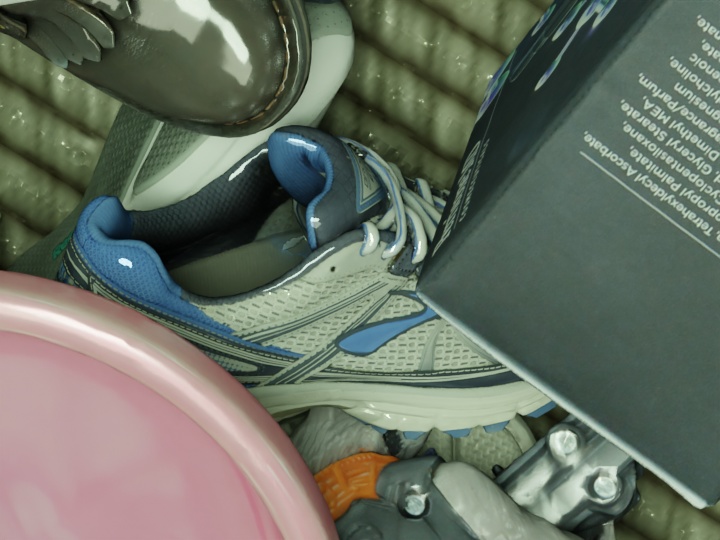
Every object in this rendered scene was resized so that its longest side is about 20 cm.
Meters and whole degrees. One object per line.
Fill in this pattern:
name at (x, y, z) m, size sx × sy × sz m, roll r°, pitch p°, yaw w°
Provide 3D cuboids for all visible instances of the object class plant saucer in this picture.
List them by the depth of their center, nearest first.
plant saucer at (-0.099, 0.083, 0.827) m, size 0.199 × 0.051 × 0.202 m, roll 4°, pitch 119°, yaw 7°

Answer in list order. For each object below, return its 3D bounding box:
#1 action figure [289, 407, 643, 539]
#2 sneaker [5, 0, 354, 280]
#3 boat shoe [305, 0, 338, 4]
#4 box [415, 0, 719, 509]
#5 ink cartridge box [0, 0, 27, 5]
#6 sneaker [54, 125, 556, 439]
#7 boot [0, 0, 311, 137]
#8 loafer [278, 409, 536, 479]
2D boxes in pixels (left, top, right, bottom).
action figure at (0.055, 0.097, 0.881) m, size 0.193 × 0.105 × 0.200 m, roll 41°, pitch 86°, yaw 21°
sneaker at (-0.052, -0.009, 0.929) m, size 0.080 × 0.071 × 0.200 m, roll 27°, pitch 122°, yaw -20°
boat shoe at (-0.086, -0.113, 0.878) m, size 0.199 × 0.071 × 0.091 m, roll 29°, pitch 119°, yaw 4°
box at (0.122, -0.063, 0.813) m, size 0.107 × 0.149 × 0.200 m, roll 35°, pitch 117°, yaw -7°
ink cartridge box at (-0.007, -0.142, 0.747) m, size 0.145 × 0.199 × 0.084 m, roll -33°, pitch 78°, yaw 41°
sneaker at (0.000, 0.000, 0.866) m, size 0.199 × 0.077 × 0.086 m, roll -12°, pitch 131°, yaw -26°
boot at (-0.122, -0.077, 0.764) m, size 0.199 × 0.174 × 0.069 m, roll 32°, pitch 115°, yaw 5°
loafer at (-0.036, 0.089, 0.973) m, size 0.199 × 0.063 × 0.072 m, roll -25°, pitch 99°, yaw 3°
